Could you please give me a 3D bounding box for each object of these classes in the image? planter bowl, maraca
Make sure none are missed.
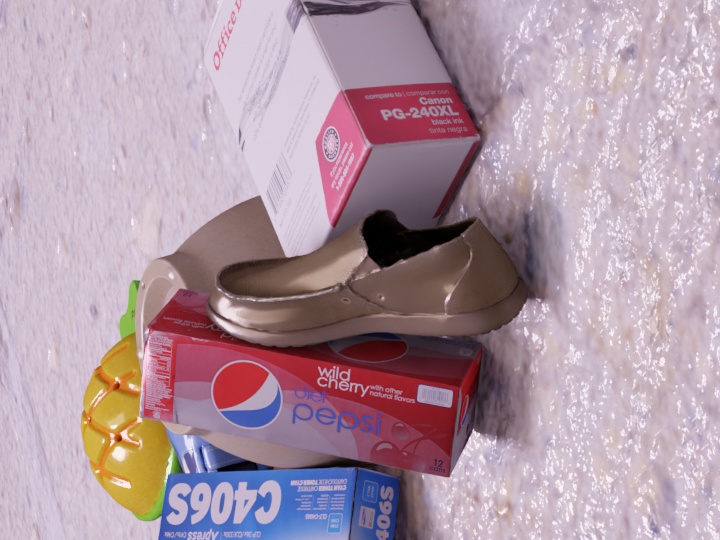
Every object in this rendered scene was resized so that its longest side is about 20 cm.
[{"bbox_3d":[-0.071,0.044,1.406,0.200,0.134,0.201,27,121,59],"label":"planter bowl"},{"bbox_3d":[-0.167,0.098,1.645,0.137,0.107,0.201,-29,61,57],"label":"maraca"}]

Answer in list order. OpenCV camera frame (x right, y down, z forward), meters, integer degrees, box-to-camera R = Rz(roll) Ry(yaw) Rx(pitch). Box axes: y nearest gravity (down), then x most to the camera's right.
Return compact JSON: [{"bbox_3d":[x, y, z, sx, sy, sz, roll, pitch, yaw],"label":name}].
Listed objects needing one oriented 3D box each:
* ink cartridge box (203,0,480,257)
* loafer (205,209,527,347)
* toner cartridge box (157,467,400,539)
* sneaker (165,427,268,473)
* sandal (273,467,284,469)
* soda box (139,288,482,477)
[{"bbox_3d":[-0.018,-0.111,1.315,0.200,0.083,0.145,66,149,30],"label":"ink cartridge box"},{"bbox_3d":[0.000,0.000,1.228,0.076,0.199,0.068,-53,-44,-61],"label":"loafer"},{"bbox_3d":[-0.062,0.186,1.424,0.200,0.043,0.095,-8,70,45],"label":"toner cartridge box"},{"bbox_3d":[-0.095,0.158,1.556,0.082,0.074,0.201,23,124,58],"label":"sneaker"},{"bbox_3d":[-0.045,0.228,1.471,0.078,0.069,0.212,-44,58,58],"label":"sandal"},{"bbox_3d":[-0.030,0.067,1.269,0.070,0.199,0.064,-55,-26,-64],"label":"soda box"}]
